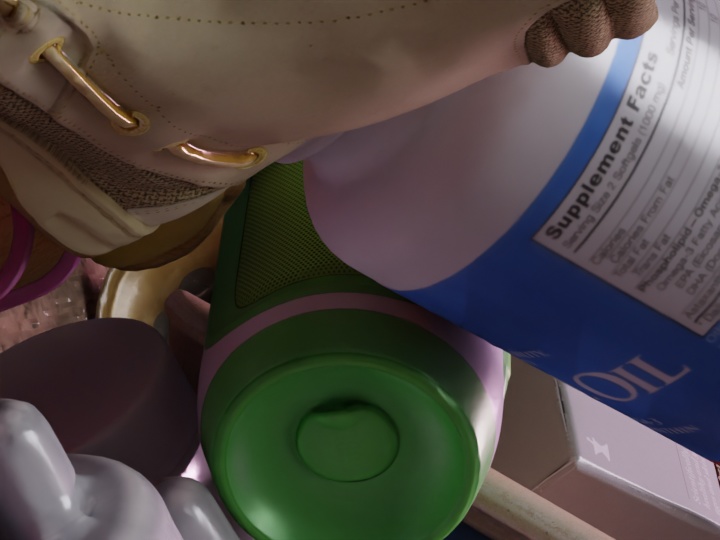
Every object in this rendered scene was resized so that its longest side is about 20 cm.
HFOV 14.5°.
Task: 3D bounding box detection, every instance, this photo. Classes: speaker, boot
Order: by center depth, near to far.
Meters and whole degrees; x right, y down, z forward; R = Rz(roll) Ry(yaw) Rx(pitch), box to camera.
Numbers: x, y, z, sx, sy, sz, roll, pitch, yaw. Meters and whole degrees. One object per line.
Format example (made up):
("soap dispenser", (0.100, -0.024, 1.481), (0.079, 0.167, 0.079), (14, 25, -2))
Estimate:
("boot", (-0.025, -0.075, 0.571), (0.200, 0.155, 0.073), (51, 23, -62))
("speaker", (0.000, 0.000, 0.838), (0.200, 0.088, 0.089), (-86, 154, -58))

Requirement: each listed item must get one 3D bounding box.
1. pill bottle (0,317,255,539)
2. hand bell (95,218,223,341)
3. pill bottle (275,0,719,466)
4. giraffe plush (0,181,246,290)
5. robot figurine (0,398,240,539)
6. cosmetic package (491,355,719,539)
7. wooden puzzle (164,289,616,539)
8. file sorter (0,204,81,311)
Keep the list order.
("pill bottle", (-0.054, 0.117, 0.854), (0.112, 0.112, 0.200), (-88, 156, -61))
("hand bell", (-0.038, 0.058, 1.156), (0.200, 0.104, 0.104), (76, 0, -64))
("pill bottle", (0.055, -0.032, 0.740), (0.200, 0.112, 0.112), (28, 31, -23))
("giraffe plush", (-0.091, -0.114, 0.769), (0.200, 0.162, 0.173), (34, 37, -2))
("robot figurine", (-0.078, 0.128, 0.722), (0.170, 0.113, 0.200), (-43, 120, -34))
("cosmetic package", (0.035, 0.098, 1.056), (0.090, 0.200, 0.107), (29, 37, -33))
("wooden puzzle", (0.003, 0.115, 0.926), (0.046, 0.185, 0.200), (-50, 160, -32))
("file sorter", (-0.154, -0.036, 0.616), (0.200, 0.125, 0.139), (-22, 92, -79))
